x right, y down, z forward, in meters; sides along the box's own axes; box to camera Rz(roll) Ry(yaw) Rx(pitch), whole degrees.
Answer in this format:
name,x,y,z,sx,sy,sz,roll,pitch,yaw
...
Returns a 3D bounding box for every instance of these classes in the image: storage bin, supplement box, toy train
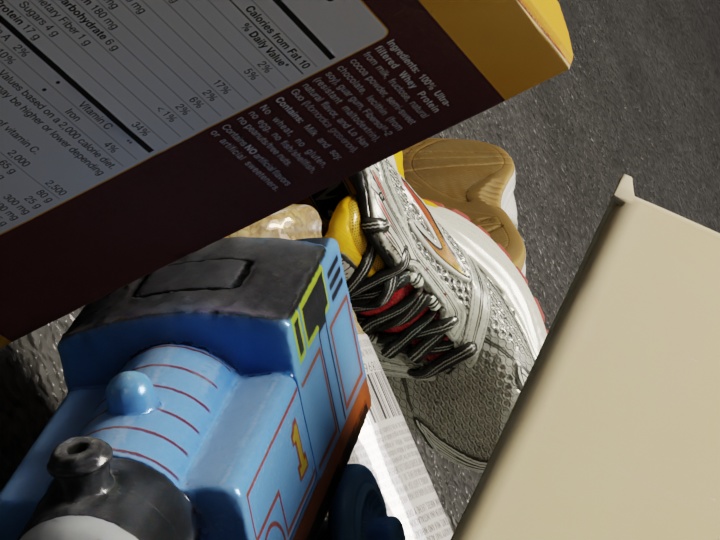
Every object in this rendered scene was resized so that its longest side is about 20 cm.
name,x,y,z,sx,sy,sz,roll,pitch,yaw
storage bin,0.053,0.115,0.618,0.094,0.199,0.200,25,47,5
supplement box,-0.076,-0.119,0.631,0.133,0.200,0.198,43,28,-51
toy train,-0.047,0.071,0.621,0.200,0.086,0.115,-63,143,-64

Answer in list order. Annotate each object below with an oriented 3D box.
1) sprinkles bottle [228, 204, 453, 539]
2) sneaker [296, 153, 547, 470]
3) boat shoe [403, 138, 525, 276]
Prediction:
name,x,y,z,sx,sy,sz,roll,pitch,yaw
sprinkles bottle,-0.007,0.080,0.784,0.200,0.068,0.068,67,18,6
sneaker,0.000,0.000,0.894,0.200,0.078,0.082,52,24,-8
boat shoe,0.037,-0.006,1.046,0.200,0.071,0.070,-90,177,-68
